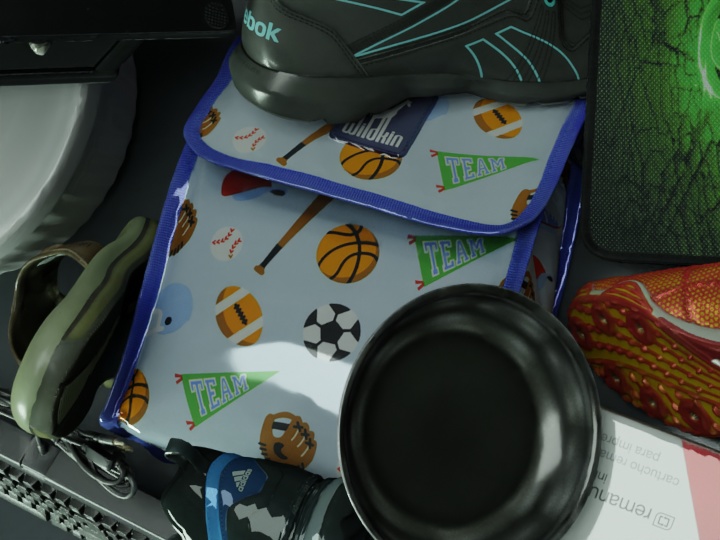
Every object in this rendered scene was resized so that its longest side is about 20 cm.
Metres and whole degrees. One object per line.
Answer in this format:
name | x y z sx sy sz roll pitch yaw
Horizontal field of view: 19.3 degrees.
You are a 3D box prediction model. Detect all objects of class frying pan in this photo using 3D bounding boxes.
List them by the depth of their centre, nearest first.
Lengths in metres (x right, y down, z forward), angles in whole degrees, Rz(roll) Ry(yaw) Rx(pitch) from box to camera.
frying pan | 0.065 0.090 0.834 0.115 0.031 0.190 -46 107 -18

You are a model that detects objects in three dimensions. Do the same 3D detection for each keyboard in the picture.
keyboard | -0.144 0.091 0.959 0.200 0.127 0.021 23 60 20

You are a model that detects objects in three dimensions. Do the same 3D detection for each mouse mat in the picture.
mouse mat | 0.175 -0.096 0.877 0.160 0.008 0.201 2 106 4

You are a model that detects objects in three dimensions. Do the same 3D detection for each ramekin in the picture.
ramekin | -0.199 -0.087 1.015 0.202 0.094 0.203 -3 82 18

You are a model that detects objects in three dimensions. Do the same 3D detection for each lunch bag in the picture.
lunch bag | 0.000 0.000 0.922 0.170 0.124 0.201 15 78 15

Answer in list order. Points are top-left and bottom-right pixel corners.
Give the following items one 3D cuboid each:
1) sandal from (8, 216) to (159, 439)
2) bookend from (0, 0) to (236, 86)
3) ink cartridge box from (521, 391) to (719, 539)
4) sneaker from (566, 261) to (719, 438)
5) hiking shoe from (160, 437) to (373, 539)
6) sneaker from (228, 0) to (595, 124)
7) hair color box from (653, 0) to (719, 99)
sandal | -0.127 0.016 0.922 0.057 0.201 0.080 17 99 2
bookend | -0.188 -0.105 0.902 0.200 0.198 0.092 -31 67 58
ink cartridge box | 0.108 0.167 0.880 0.144 0.084 0.201 20 90 19
sneaker | 0.171 0.024 0.874 0.200 0.077 0.073 1 122 46
hiking shoe | -0.050 0.143 0.899 0.086 0.074 0.200 23 133 8
sneaker | 0.043 -0.113 0.895 0.075 0.199 0.079 47 139 48
hair color box | 0.144 -0.188 0.889 0.111 0.064 0.200 -30 102 12
